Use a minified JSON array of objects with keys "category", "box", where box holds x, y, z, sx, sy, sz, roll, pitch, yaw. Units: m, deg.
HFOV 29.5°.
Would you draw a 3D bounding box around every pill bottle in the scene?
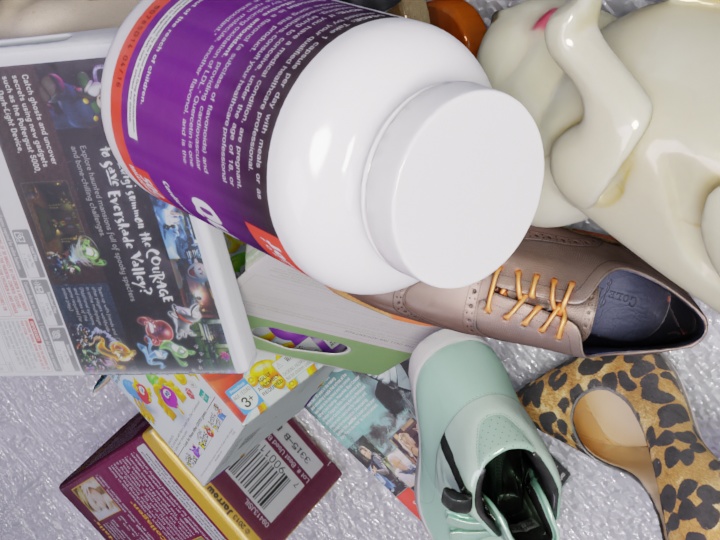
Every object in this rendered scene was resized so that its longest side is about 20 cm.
[{"category":"pill bottle","box":[-0.020,-0.059,0.581,0.200,0.112,0.113,27,142,47]}]

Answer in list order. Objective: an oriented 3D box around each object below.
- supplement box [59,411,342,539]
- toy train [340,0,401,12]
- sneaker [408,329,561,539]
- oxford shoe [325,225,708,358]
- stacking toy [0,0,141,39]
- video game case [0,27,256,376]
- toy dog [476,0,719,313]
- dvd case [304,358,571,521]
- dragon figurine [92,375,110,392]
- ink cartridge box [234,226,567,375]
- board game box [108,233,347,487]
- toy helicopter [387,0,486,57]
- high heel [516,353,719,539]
[{"category":"supplement box","box":[-0.128,0.164,1.065,0.131,0.103,0.200,50,143,-6]},{"category":"toy train","box":[-0.003,-0.209,0.582,0.200,0.114,0.085,66,172,-30]},{"category":"sneaker","box":[0.077,0.143,0.790,0.118,0.073,0.201,-115,7,-52]},{"category":"oxford shoe","box":[0.077,0.003,0.656,0.073,0.199,0.072,-144,63,-64]},{"category":"stacking toy","box":[-0.111,-0.113,0.795,0.146,0.146,0.200,20,155,30]},{"category":"video game case","box":[-0.163,-0.029,0.730,0.181,0.023,0.201,-2,122,18]},{"category":"toy dog","box":[0.135,-0.059,0.595,0.200,0.140,0.194,20,155,32]},{"category":"dvd case","box":[0.030,0.096,0.916,0.200,0.022,0.146,43,143,2]},{"category":"dragon figurine","box":[-0.217,-0.007,1.025,0.099,0.059,0.200,26,139,24]},{"category":"ink cartridge box","box":[0.000,0.000,0.767,0.145,0.048,0.200,15,155,-26]},{"category":"board game box","box":[-0.119,0.021,0.900,0.200,0.103,0.105,48,144,9]},{"category":"toy helicopter","box":[-0.028,-0.099,0.736,0.132,0.079,0.200,52,139,19]},{"category":"high heel","box":[0.134,0.107,0.723,0.200,0.143,0.072,2,127,43]}]
